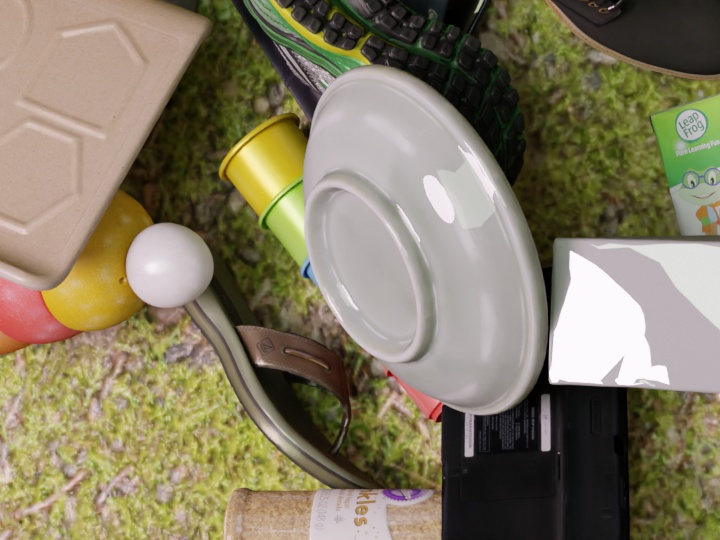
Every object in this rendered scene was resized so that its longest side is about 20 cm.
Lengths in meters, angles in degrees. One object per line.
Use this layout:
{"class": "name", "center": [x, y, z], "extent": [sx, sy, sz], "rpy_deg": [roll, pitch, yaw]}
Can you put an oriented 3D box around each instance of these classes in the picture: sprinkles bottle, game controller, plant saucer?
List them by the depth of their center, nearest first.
{"class": "plant saucer", "center": [0.019, -0.008, 1.354], "extent": [0.200, 0.050, 0.201], "rpy_deg": [41, 145, 37]}
{"class": "game controller", "center": [0.095, 0.089, 1.404], "extent": [0.104, 0.042, 0.201], "rpy_deg": [-9, 61, 21]}
{"class": "sprinkles bottle", "center": [0.024, 0.156, 1.434], "extent": [0.198, 0.068, 0.069], "rpy_deg": [-1, 90, 7]}

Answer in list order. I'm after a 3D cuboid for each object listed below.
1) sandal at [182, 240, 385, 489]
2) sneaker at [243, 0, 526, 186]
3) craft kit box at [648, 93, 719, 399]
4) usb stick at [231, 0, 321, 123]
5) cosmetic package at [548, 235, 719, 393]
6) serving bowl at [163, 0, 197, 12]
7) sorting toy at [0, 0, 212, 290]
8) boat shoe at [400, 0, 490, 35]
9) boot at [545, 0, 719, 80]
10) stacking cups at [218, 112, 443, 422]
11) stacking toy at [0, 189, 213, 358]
{"class": "sandal", "center": [-0.045, 0.054, 1.501], "extent": [0.057, 0.080, 0.202], "rpy_deg": [-37, 74, 8]}
{"class": "sneaker", "center": [0.014, -0.115, 1.424], "extent": [0.078, 0.085, 0.200], "rpy_deg": [-43, 94, -17]}
{"class": "craft kit box", "center": [0.271, -0.015, 1.355], "extent": [0.199, 0.048, 0.199], "rpy_deg": [-15, 86, 26]}
{"class": "usb stick", "center": [-0.047, -0.160, 1.523], "extent": [0.055, 0.033, 0.201], "rpy_deg": [-41, 73, 28]}
{"class": "cosmetic package", "center": [0.206, 0.023, 1.304], "extent": [0.199, 0.113, 0.082], "rpy_deg": [0, 90, 29]}
{"class": "serving bowl", "center": [-0.202, -0.176, 1.583], "extent": [0.199, 0.066, 0.202], "rpy_deg": [0, 89, 27]}
{"class": "sorting toy", "center": [-0.206, -0.094, 1.488], "extent": [0.184, 0.037, 0.201], "rpy_deg": [22, 68, 22]}
{"class": "boat shoe", "center": [0.069, -0.192, 1.439], "extent": [0.062, 0.075, 0.201], "rpy_deg": [39, 108, 23]}
{"class": "boot", "center": [0.127, -0.151, 1.335], "extent": [0.199, 0.138, 0.078], "rpy_deg": [29, 104, -11]}
{"class": "stacking cups", "center": [0.000, 0.000, 1.492], "extent": [0.060, 0.060, 0.200], "rpy_deg": [-44, 77, 20]}
{"class": "stacking toy", "center": [-0.166, -0.011, 1.509], "extent": [0.199, 0.146, 0.147], "rpy_deg": [4, 92, 34]}
